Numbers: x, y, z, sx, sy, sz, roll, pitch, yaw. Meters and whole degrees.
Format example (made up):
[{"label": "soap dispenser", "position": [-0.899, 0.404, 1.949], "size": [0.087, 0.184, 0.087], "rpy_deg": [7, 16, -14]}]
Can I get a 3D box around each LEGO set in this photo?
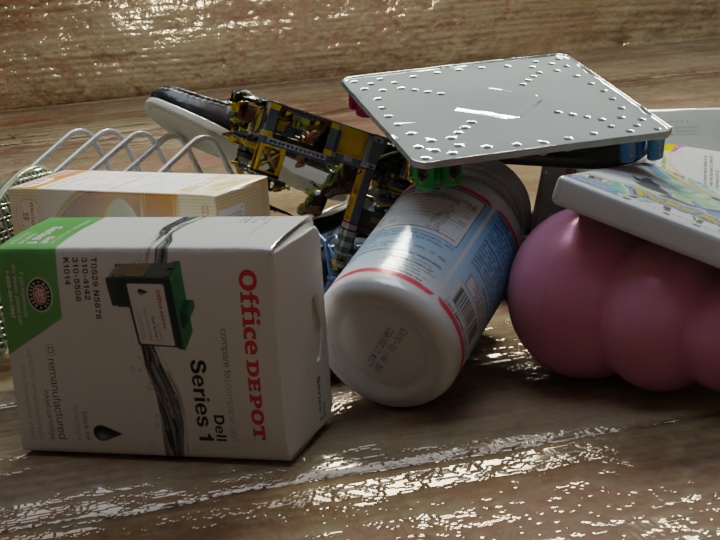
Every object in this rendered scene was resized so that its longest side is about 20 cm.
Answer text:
[{"label": "LEGO set", "position": [-0.030, -0.062, 1.149], "size": [0.198, 0.117, 0.154], "rpy_deg": [16, 3, -22]}]

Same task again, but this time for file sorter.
[{"label": "file sorter", "position": [-0.211, -0.047, 1.269], "size": [0.199, 0.125, 0.139], "rpy_deg": [8, 45, 43]}]

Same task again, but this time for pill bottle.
[{"label": "pill bottle", "position": [0.054, -0.001, 1.023], "size": [0.108, 0.110, 0.200], "rpy_deg": [3, 34, 28]}]

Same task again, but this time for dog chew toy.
[{"label": "dog chew toy", "position": [0.201, 0.027, 0.971], "size": [0.199, 0.126, 0.124], "rpy_deg": [18, 25, 39]}]

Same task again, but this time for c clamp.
[{"label": "c clamp", "position": [0.145, -0.119, 1.138], "size": [0.198, 0.027, 0.171], "rpy_deg": [8, 25, 25]}]

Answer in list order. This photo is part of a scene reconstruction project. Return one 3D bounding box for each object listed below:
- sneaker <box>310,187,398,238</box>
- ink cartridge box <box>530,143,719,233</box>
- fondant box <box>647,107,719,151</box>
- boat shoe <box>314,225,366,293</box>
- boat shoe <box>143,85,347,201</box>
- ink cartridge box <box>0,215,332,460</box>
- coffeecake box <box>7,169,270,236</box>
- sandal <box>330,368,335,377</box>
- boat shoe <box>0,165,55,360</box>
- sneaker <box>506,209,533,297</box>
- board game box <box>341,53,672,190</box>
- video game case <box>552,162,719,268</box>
[{"label": "sneaker", "position": [0.020, -0.047, 1.268], "size": [0.200, 0.073, 0.112], "rpy_deg": [-40, 9, -38]}, {"label": "ink cartridge box", "position": [0.239, -0.035, 1.125], "size": [0.198, 0.085, 0.145], "rpy_deg": [9, 34, 9]}, {"label": "fondant box", "position": [0.287, -0.087, 1.324], "size": [0.143, 0.059, 0.200], "rpy_deg": [0, -17, 16]}, {"label": "boat shoe", "position": [0.000, 0.000, 1.196], "size": [0.198, 0.085, 0.069], "rpy_deg": [-7, 3, 0]}, {"label": "boat shoe", "position": [-0.093, -0.126, 1.253], "size": [0.198, 0.061, 0.074], "rpy_deg": [22, -12, -7]}, {"label": "ink cartridge box", "position": [-0.128, 0.043, 0.935], "size": [0.198, 0.148, 0.084], "rpy_deg": [0, 15, 17]}, {"label": "coffeecake box", "position": [-0.164, 0.007, 1.073], "size": [0.198, 0.155, 0.073], "rpy_deg": [4, 16, 30]}, {"label": "sandal", "position": [0.028, 0.049, 1.107], "size": [0.199, 0.043, 0.076], "rpy_deg": [-24, 15, -29]}, {"label": "boat shoe", "position": [-0.300, 0.000, 1.153], "size": [0.074, 0.201, 0.062], "rpy_deg": [36, -32, -32]}, {"label": "sneaker", "position": [0.120, -0.034, 1.294], "size": [0.080, 0.087, 0.199], "rpy_deg": [-12, 15, -36]}, {"label": "board game box", "position": [0.105, -0.118, 1.077], "size": [0.198, 0.026, 0.200], "rpy_deg": [-8, 27, -14]}, {"label": "video game case", "position": [0.254, -0.030, 0.969], "size": [0.199, 0.022, 0.182], "rpy_deg": [23, 18, 26]}]
